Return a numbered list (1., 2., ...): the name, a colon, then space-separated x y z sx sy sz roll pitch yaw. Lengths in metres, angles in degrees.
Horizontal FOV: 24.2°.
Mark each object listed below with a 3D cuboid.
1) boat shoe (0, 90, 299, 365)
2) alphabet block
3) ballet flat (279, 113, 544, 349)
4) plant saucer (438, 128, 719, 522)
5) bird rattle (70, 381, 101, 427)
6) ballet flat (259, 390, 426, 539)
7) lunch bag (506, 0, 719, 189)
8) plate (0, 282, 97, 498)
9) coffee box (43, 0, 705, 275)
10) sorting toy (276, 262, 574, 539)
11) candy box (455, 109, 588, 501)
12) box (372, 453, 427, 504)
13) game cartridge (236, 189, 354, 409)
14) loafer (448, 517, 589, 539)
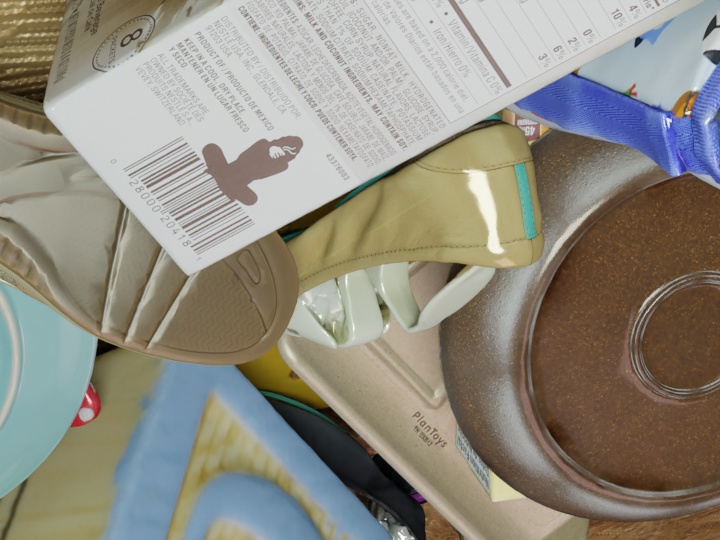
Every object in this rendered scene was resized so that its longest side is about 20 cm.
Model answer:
1. boat shoe: -0.114 -0.028 0.596 0.200 0.065 0.071 27 89 -22
2. alphabet block: -0.122 0.175 0.790 0.200 0.197 0.195 -20 124 29
3. ballet flat: 0.000 0.000 0.666 0.069 0.063 0.200 -17 174 -34
4. plant saucer: 0.132 0.022 0.688 0.200 0.032 0.200 -6 114 -14
5. bird rattle: -0.218 0.046 0.697 0.200 0.113 0.163 -22 137 0
6. ballet flat: -0.016 0.130 0.915 0.073 0.073 0.200 -26 143 15
7. lunch bag: 0.151 -0.086 0.561 0.200 0.170 0.124 -16 112 -18
8. plate: -0.199 0.032 0.639 0.200 0.026 0.200 -7 120 -12
9. coffee box: 0.009 -0.098 0.522 0.200 0.114 0.080 -28 124 17
10. sorting toy: 0.087 0.021 0.776 0.200 0.036 0.185 -41 115 6
11. candy box: 0.104 -0.006 0.717 0.115 0.055 0.200 -6 113 -13
12. box: 0.097 0.077 0.999 0.143 0.036 0.200 -12 156 -38
13. game cartridge: -0.028 0.017 0.837 0.176 0.032 0.200 -11 150 -14
14. loafer: 0.110 0.133 1.002 0.076 0.067 0.200 -21 159 -20
